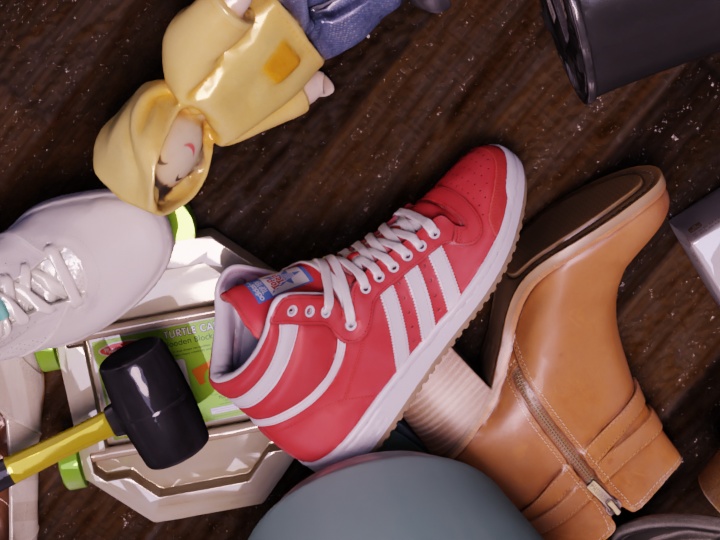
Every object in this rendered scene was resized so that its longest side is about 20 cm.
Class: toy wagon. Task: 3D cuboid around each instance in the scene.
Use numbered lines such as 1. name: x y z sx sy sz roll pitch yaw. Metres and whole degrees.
1. toy wagon: -0.099 0.036 0.976 0.154 0.040 0.201 -10 103 0

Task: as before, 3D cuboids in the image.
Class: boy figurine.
1. boy figurine: -0.053 -0.108 0.904 0.200 0.124 0.064 -38 63 -5

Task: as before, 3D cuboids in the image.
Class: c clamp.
1. c clamp: 0.241 0.181 0.977 0.199 0.171 0.027 31 64 -8

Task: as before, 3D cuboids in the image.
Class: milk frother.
1. milk frother: 0.174 -0.189 0.852 0.187 0.200 0.182 -19 100 2

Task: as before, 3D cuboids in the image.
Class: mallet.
1. mallet: -0.174 0.111 0.946 0.199 0.041 0.066 -32 106 4

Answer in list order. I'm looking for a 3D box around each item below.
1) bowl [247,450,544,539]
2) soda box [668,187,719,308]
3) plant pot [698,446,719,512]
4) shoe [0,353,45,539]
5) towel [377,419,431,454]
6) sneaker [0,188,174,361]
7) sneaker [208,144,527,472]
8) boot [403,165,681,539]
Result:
1. bowl: 0.015 0.169 0.925 0.199 0.105 0.201 -10 139 -9
2. soda box: 0.270 -0.047 0.959 0.199 0.064 0.068 -33 102 5
3. plant pot: 0.303 0.070 0.912 0.186 0.186 0.201 26 103 -8
4. shoe: -0.207 0.088 0.976 0.069 0.053 0.201 -5 104 -1
5. towel: 0.049 0.195 1.031 0.200 0.022 0.147 38 100 -12
6. sneaker: -0.186 0.019 0.901 0.199 0.088 0.076 -22 100 -4
7. sneaker: 0.000 0.000 0.926 0.112 0.071 0.201 36 82 -30
8. boot: 0.128 0.053 0.977 0.200 0.074 0.155 -43 104 14
